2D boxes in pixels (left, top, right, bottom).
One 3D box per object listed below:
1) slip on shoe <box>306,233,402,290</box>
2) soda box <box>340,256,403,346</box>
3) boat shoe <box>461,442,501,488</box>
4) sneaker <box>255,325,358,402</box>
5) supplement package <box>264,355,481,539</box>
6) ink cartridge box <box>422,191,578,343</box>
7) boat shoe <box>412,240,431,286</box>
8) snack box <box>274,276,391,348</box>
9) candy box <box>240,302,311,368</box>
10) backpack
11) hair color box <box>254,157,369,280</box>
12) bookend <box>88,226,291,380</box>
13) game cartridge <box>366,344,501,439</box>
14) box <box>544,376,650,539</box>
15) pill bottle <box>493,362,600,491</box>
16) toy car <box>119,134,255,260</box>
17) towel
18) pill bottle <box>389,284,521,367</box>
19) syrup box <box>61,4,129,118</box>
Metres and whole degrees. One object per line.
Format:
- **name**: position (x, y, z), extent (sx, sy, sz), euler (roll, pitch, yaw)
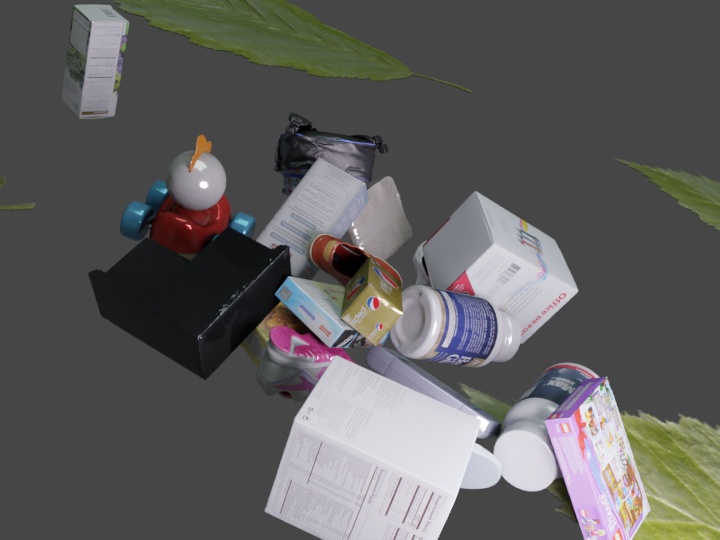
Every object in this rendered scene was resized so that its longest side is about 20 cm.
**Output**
- **slip on shoe**: position (0.000, 0.000, 1.508), extent (0.199, 0.075, 0.061), euler (31, -9, -40)
- **soda box**: position (0.018, 0.042, 1.375), extent (0.068, 0.064, 0.200), euler (39, 11, -7)
- **boat shoe**: position (0.096, 0.222, 1.253), extent (0.199, 0.071, 0.091), euler (18, 32, 0)
- **sneaker**: position (-0.078, 0.136, 1.291), extent (0.081, 0.088, 0.199), euler (45, 16, 34)
- **supplement package**: position (0.016, 0.234, 1.111), extent (0.199, 0.152, 0.152), euler (23, 30, 8)
- **ink cartridge box**: position (0.232, -0.002, 1.555), extent (0.199, 0.145, 0.145), euler (28, 31, -28)
- **boat shoe**: position (0.134, -0.010, 1.653), extent (0.073, 0.066, 0.201), euler (15, 31, -7)
- **snack box**: position (-0.036, 0.065, 1.374), extent (0.116, 0.037, 0.200), euler (42, 11, 20)
- **candy box**: position (-0.145, 0.061, 1.393), extent (0.115, 0.056, 0.200), euler (-8, 41, -39)
- **backpack**: position (-0.075, -0.204, 1.748), extent (0.198, 0.155, 0.190), euler (11, 10, -19)
- **hair color box**: position (-0.082, -0.077, 1.536), extent (0.099, 0.061, 0.201), euler (30, 72, 19)
- **bookend**: position (-0.234, 0.017, 1.302), extent (0.199, 0.093, 0.199), euler (26, 52, 21)
- **game cartridge**: position (0.102, 0.173, 1.311), extent (0.199, 0.042, 0.133), euler (33, 5, 22)
- **box**: position (0.315, 0.259, 1.222), extent (0.039, 0.201, 0.137), euler (-15, 8, 38)
- **pill bottle**: position (0.268, 0.221, 1.305), extent (0.119, 0.120, 0.200), euler (31, 33, 19)
- **toy car**: position (-0.261, -0.130, 1.493), extent (0.183, 0.201, 0.177), euler (22, 30, 4)
- **towel**: position (0.032, -0.087, 1.673), extent (0.034, 0.133, 0.200), euler (-13, 16, 31)
- **pill bottle**: position (0.152, 0.091, 1.443), extent (0.199, 0.112, 0.111), euler (12, 29, -35)
- **syrup box**: position (-0.512, -0.400, 1.786), extent (0.081, 0.201, 0.079), euler (-14, 44, -41)
